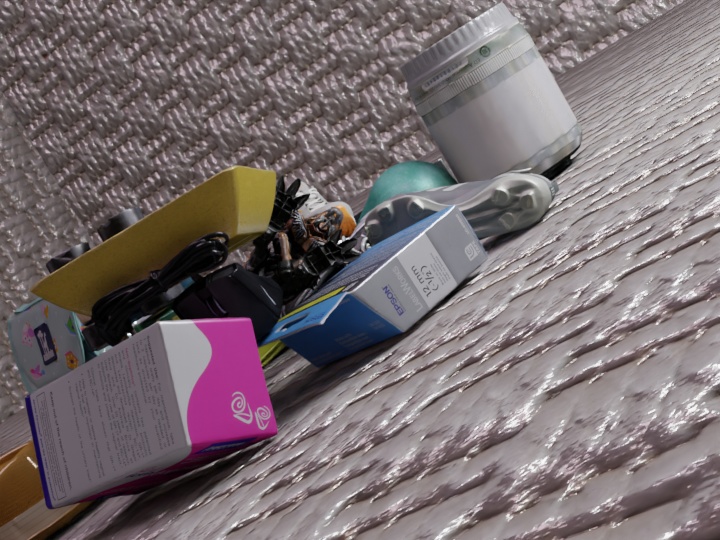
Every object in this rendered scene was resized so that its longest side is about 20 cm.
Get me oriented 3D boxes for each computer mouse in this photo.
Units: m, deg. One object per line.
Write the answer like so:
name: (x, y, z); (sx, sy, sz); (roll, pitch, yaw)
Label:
computer mouse: (-0.140, 0.044, 1.053); (0.139, 0.047, 0.200); (-29, -21, 4)

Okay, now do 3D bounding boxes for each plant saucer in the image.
plant saucer: (-0.162, -0.019, 1.078); (0.198, 0.049, 0.200); (-31, -1, 7)

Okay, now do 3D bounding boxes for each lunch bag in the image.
lunch bag: (-0.320, 0.103, 1.499); (0.169, 0.200, 0.123); (-24, 28, 46)

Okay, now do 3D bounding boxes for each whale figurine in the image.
whale figurine: (0.034, -0.057, 1.494); (0.199, 0.104, 0.159); (-34, 4, 38)

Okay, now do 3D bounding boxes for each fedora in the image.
fedora: (-0.334, 0.221, 1.230); (0.199, 0.083, 0.201); (-31, 6, 4)

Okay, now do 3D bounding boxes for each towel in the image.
towel: (-0.156, 0.120, 1.477); (0.199, 0.018, 0.086); (-26, 14, 45)

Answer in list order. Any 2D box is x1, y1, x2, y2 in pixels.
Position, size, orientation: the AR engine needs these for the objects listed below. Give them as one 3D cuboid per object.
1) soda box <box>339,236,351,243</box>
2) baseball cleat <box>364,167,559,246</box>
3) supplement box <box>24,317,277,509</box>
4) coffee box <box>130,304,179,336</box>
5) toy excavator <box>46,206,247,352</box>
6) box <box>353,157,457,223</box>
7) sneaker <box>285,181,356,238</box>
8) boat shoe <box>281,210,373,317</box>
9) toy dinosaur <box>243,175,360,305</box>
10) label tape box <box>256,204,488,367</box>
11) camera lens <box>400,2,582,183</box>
soda box: (-0.043, 0.011, 1.464); (0.063, 0.069, 0.199); (-18, -2, -29)
baseball cleat: (0.106, -0.057, 1.264); (0.197, 0.071, 0.106); (-7, 9, 25)
supplement box: (-0.175, 0.118, 1.024); (0.100, 0.105, 0.199); (0, -22, -47)
coffee box: (-0.180, 0.095, 1.282); (0.044, 0.124, 0.200); (-32, 7, -20)
toy excavator: (-0.201, -0.012, 1.284); (0.193, 0.101, 0.200); (-32, -2, 7)
box: (0.028, -0.057, 1.671); (0.199, 0.044, 0.160); (-34, -7, -15)
sneaker: (-0.065, -0.068, 1.506); (0.075, 0.094, 0.200); (-9, -6, -23)
boat shoe: (-0.002, -0.002, 1.317); (0.198, 0.074, 0.068); (-35, 13, -8)
toy dinosaur: (-0.072, -0.003, 1.215); (0.136, 0.101, 0.202); (-49, 17, 50)
label tape box: (0.004, 0.032, 1.129); (0.200, 0.067, 0.143); (-41, 9, -37)
camera lens: (0.157, -0.191, 1.474); (0.159, 0.202, 0.160); (-31, 6, 4)
